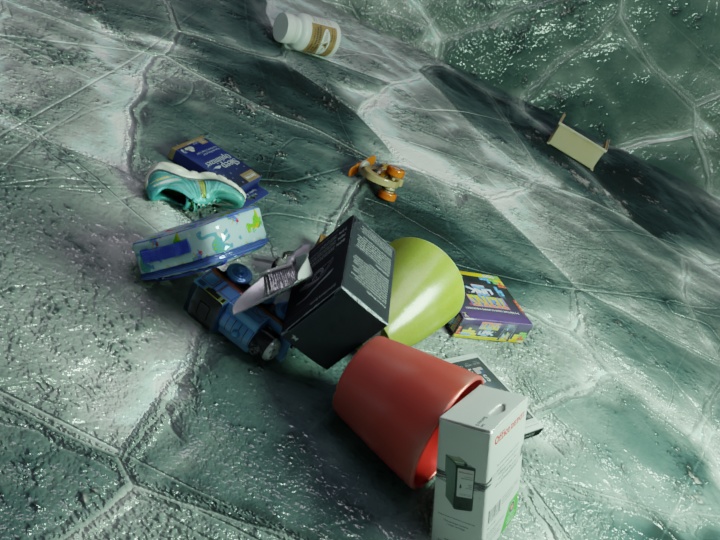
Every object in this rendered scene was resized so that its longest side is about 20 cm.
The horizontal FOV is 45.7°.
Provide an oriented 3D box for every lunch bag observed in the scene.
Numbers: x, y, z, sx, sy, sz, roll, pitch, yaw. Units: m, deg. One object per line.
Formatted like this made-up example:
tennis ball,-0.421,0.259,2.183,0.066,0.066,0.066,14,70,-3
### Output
lunch bag,-0.266,-0.042,1.403,0.160,0.199,0.083,-24,100,-54

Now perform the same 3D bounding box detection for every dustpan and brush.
dustpan and brush,-0.118,0.000,1.372,0.058,0.139,0.200,63,27,0

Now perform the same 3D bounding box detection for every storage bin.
storage bin,0.808,-0.480,3.155,0.199,0.094,0.199,32,29,6

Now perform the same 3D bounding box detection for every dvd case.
dvd case,0.226,0.235,1.567,0.150,0.025,0.200,-4,44,-46

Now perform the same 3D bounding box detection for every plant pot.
plant pot,0.064,0.069,1.556,0.187,0.188,0.200,35,45,11
plant pot,0.067,0.205,1.321,0.177,0.202,0.200,30,27,24

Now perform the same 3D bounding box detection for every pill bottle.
pill bottle,-0.170,-0.744,2.678,0.199,0.115,0.115,2,39,-40

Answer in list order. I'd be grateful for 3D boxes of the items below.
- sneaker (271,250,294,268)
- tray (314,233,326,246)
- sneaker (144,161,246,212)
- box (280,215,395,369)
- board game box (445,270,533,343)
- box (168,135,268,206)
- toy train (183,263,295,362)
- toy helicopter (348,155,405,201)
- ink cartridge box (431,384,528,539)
sneaker,-0.111,0.022,1.569,0.115,0.076,0.200,17,21,-10
tray,0.000,0.000,1.727,0.199,0.037,0.099,23,29,-10
sneaker,-0.320,-0.145,1.655,0.198,0.078,0.080,10,53,-22
box,-0.033,0.033,1.382,0.104,0.148,0.201,39,33,-22
board game box,0.245,0.073,1.810,0.199,0.057,0.166,7,34,-34
box,-0.293,-0.211,1.806,0.199,0.033,0.121,34,29,7
toy train,-0.189,0.072,1.399,0.199,0.087,0.114,38,39,11
toy helicopter,0.048,-0.244,2.144,0.131,0.079,0.200,22,18,5
ink cartridge box,0.174,0.287,1.241,0.083,0.202,0.146,12,19,29
